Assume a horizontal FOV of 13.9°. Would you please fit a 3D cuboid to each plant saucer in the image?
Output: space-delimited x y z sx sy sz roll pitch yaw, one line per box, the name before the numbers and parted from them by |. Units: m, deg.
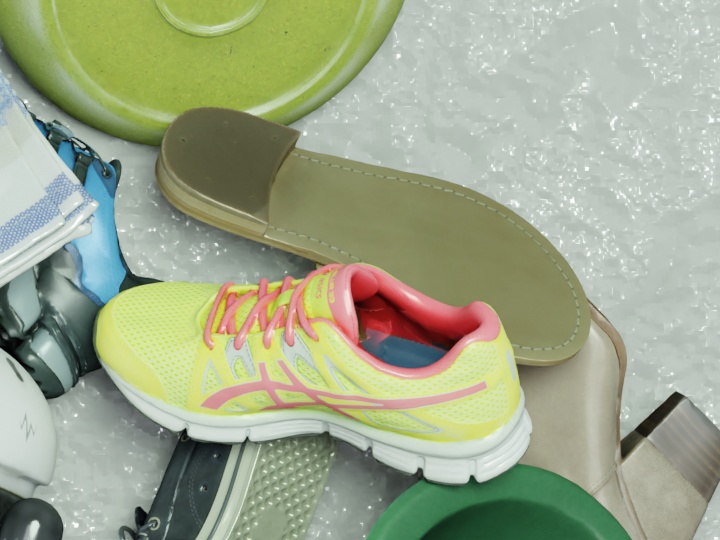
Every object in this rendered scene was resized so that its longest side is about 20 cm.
plant saucer | -0.069 -0.136 1.325 0.199 0.031 0.201 -7 123 -10

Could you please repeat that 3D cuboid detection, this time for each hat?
hat | 0.014 0.187 1.348 0.199 0.176 0.166 -6 79 -34

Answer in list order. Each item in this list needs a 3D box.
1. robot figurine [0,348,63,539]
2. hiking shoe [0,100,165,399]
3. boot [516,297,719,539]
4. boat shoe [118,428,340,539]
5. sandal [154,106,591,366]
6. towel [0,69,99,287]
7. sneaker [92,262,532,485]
robot figurine | -0.212 0.117 1.281 0.150 0.125 0.201 25 82 -7
hiking shoe | -0.157 -0.044 1.343 0.086 0.074 0.201 -26 99 -22
boot | 0.071 0.082 1.376 0.200 0.070 0.146 44 89 7
boat shoe | -0.073 0.134 1.338 0.075 0.062 0.201 36 71 -43
sandal | 0.002 -0.004 1.351 0.211 0.070 0.078 25 57 1
towel | -0.222 -0.058 1.267 0.147 0.024 0.200 -34 70 -6
sneaker | -0.021 0.027 1.284 0.199 0.091 0.078 9 47 10
